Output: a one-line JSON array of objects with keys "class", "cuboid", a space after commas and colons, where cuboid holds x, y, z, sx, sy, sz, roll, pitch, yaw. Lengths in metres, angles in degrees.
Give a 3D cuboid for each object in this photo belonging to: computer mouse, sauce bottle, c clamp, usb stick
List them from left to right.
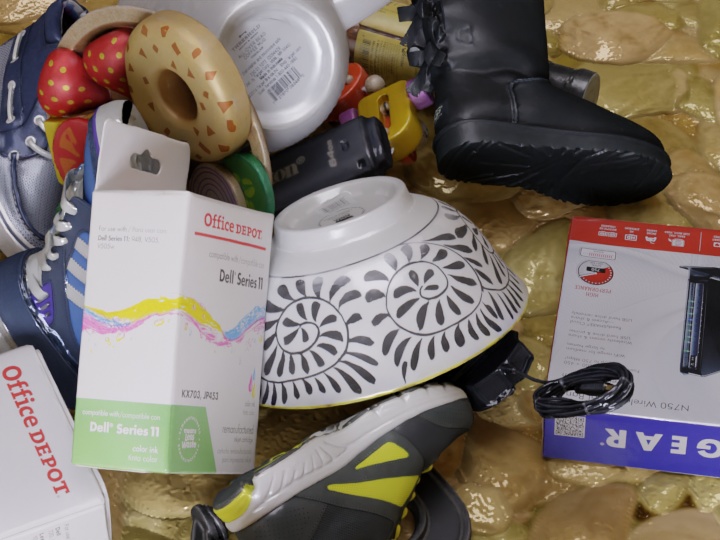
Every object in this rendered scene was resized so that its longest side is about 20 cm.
[{"class": "usb stick", "cuboid": [-0.072, -0.049, 1.426, 0.199, 0.033, 0.056, -23, 44, 13]}, {"class": "c clamp", "cuboid": [-0.024, 0.146, 1.276, 0.199, 0.027, 0.171, -28, 54, -26]}, {"class": "sauce bottle", "cuboid": [0.080, -0.152, 1.556, 0.199, 0.066, 0.066, 20, 48, 20]}, {"class": "computer mouse", "cuboid": [0.104, 0.071, 1.282, 0.059, 0.034, 0.199, -41, 23, -20]}]

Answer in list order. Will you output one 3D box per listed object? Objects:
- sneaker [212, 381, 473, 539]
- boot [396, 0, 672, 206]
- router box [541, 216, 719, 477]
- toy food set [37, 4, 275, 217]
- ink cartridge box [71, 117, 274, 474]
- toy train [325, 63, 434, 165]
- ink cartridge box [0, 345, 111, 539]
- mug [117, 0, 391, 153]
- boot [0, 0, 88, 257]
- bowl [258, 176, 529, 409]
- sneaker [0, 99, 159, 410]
[{"class": "sneaker", "cuboid": [-0.001, 0.131, 1.236, 0.199, 0.074, 0.085, -24, 88, -40]}, {"class": "boot", "cuboid": [0.122, -0.136, 1.465, 0.197, 0.073, 0.164, 7, 58, -23]}, {"class": "router box", "cuboid": [0.225, 0.050, 1.343, 0.198, 0.049, 0.180, 5, 44, 8]}, {"class": "toy food set", "cuboid": [-0.135, -0.075, 1.355, 0.199, 0.200, 0.049, 5, 27, 37]}, {"class": "ink cartridge box", "cuboid": [-0.107, 0.017, 1.230, 0.067, 0.117, 0.202, 2, 86, 24]}, {"class": "toy train", "cuboid": [-0.018, -0.076, 1.493, 0.149, 0.056, 0.201, -5, 47, 37]}, {"class": "ink cartridge box", "cuboid": [-0.260, 0.146, 1.239, 0.198, 0.085, 0.146, -18, 46, -17]}, {"class": "mug", "cuboid": [-0.060, -0.164, 1.427, 0.199, 0.148, 0.175, -31, 19, -10]}, {"class": "boot", "cuboid": [-0.220, -0.099, 1.456, 0.072, 0.090, 0.201, 22, 41, -41]}, {"class": "bowl", "cuboid": [0.000, 0.000, 1.317, 0.199, 0.095, 0.201, -15, 19, 5]}, {"class": "sneaker", "cuboid": [-0.195, -0.007, 1.316, 0.145, 0.202, 0.081, -4, 31, 6]}]
